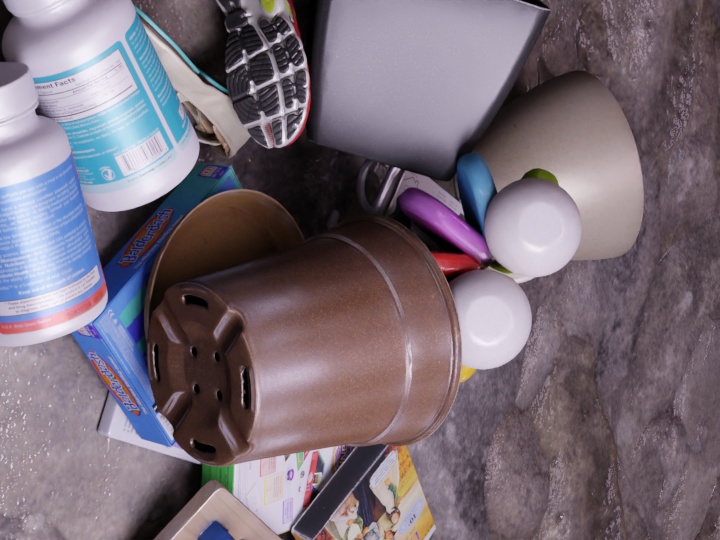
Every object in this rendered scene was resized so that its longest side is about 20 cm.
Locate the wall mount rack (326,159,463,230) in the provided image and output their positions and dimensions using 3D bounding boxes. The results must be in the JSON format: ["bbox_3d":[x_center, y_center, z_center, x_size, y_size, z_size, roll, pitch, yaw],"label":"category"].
[{"bbox_3d":[0.048,-0.088,1.790,0.200,0.074,0.174,35,74,-47],"label":"wall mount rack"}]

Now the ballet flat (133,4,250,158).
[{"bbox_3d":[-0.159,-0.157,1.545,0.200,0.069,0.070,38,69,-47],"label":"ballet flat"}]

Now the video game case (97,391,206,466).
[{"bbox_3d":[-0.153,0.066,1.623,0.143,0.018,0.201,25,78,-49],"label":"video game case"}]

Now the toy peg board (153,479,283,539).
[{"bbox_3d":[-0.123,0.328,1.598,0.199,0.098,0.200,-46,133,-6],"label":"toy peg board"}]

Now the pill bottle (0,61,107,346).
[{"bbox_3d":[-0.270,-0.053,1.393,0.112,0.112,0.201,-33,122,-41],"label":"pill bottle"}]

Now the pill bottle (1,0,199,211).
[{"bbox_3d":[-0.214,-0.155,1.440,0.111,0.110,0.201,-48,130,-32],"label":"pill bottle"}]

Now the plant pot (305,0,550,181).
[{"bbox_3d":[0.038,-0.193,1.633,0.199,0.200,0.178,16,104,-7],"label":"plant pot"}]

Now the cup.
[{"bbox_3d":[0.182,-0.095,1.871,0.143,0.200,0.201,-14,110,-20],"label":"cup"}]

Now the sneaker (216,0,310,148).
[{"bbox_3d":[-0.075,-0.201,1.582,0.085,0.077,0.201,22,55,-67],"label":"sneaker"}]

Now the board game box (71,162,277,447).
[{"bbox_3d":[-0.152,0.028,1.569,0.200,0.045,0.152,-50,131,-30],"label":"board game box"}]

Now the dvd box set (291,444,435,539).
[{"bbox_3d":[0.007,0.256,1.784,0.146,0.029,0.200,-49,147,-23],"label":"dvd box set"}]

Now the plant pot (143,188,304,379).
[{"bbox_3d":[-0.117,0.029,1.555,0.200,0.027,0.201,-12,107,-47],"label":"plant pot"}]

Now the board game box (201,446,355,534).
[{"bbox_3d":[-0.070,0.168,1.704,0.200,0.040,0.154,-11,108,-53],"label":"board game box"}]

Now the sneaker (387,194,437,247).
[{"bbox_3d":[0.000,0.000,1.705,0.200,0.076,0.092,-42,131,5],"label":"sneaker"}]

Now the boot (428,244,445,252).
[{"bbox_3d":[0.048,0.064,1.679,0.131,0.070,0.201,-3,121,-23],"label":"boot"}]

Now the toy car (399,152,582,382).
[{"bbox_3d":[0.091,-0.012,1.562,0.150,0.175,0.201,30,86,-2],"label":"toy car"}]

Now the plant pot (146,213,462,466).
[{"bbox_3d":[-0.054,0.065,1.480,0.198,0.200,0.201,-11,105,-40],"label":"plant pot"}]
